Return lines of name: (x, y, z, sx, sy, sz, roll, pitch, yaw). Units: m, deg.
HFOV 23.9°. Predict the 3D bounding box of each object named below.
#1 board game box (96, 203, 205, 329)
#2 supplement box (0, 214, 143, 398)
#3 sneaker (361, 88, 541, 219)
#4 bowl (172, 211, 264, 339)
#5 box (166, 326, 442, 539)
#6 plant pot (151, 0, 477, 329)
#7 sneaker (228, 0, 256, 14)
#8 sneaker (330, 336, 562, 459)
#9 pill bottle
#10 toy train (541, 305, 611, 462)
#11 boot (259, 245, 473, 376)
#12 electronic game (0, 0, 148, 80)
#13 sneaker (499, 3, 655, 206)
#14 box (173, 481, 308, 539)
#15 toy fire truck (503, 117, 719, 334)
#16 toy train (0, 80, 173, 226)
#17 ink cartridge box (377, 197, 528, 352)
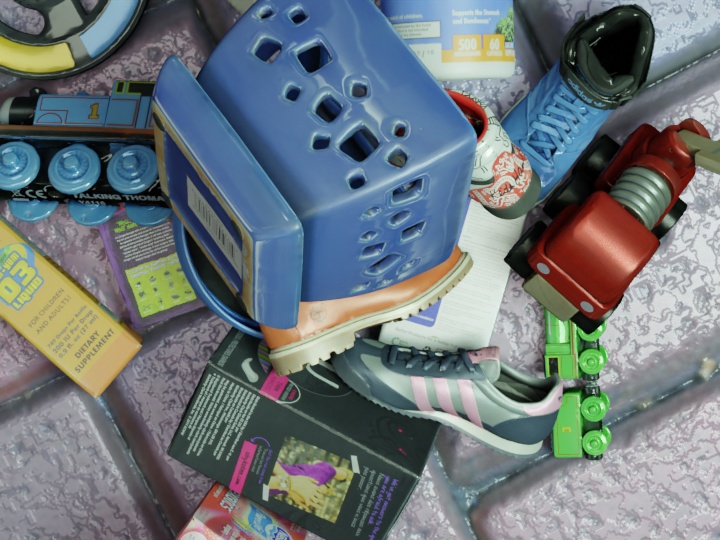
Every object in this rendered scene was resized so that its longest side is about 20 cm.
board game box: (-0.125, -0.036, 1.493, 0.199, 0.032, 0.121, -19, 98, 5)
supplement box: (-0.284, 0.022, 1.479, 0.200, 0.069, 0.067, 41, 88, -4)
sneaker: (0.055, -0.119, 1.387, 0.067, 0.108, 0.201, -50, 48, -7)
bowl: (-0.064, -0.039, 1.431, 0.200, 0.039, 0.202, 2, 85, -27)
box: (-0.044, 0.136, 1.444, 0.199, 0.122, 0.106, 28, 118, 0)
plant pot: (-0.045, -0.083, 1.288, 0.179, 0.200, 0.200, -31, 70, -18)
sneaker: (-0.064, -0.267, 1.429, 0.200, 0.077, 0.111, 43, 110, 5)
sneaker: (0.077, 0.085, 1.433, 0.199, 0.070, 0.082, 20, 123, -10)
pill bottle: (0.071, -0.259, 1.414, 0.111, 0.112, 0.201, -2, 96, 4)
toy train: (0.186, 0.068, 1.477, 0.056, 0.042, 0.201, -2, 95, 15)
boot: (0.000, 0.000, 1.401, 0.199, 0.075, 0.108, -24, 91, -26)
electronic game: (-0.277, -0.266, 1.473, 0.199, 0.042, 0.201, 0, 96, 4)
sneaker: (0.170, -0.136, 1.400, 0.077, 0.111, 0.200, 41, 84, 4)
box: (-0.116, 0.249, 1.433, 0.095, 0.200, 0.103, 36, 96, 0)
toy fire truck: (0.237, -0.049, 1.359, 0.129, 0.200, 0.176, 41, 60, -1)
toy train: (-0.231, -0.103, 1.456, 0.199, 0.087, 0.115, 2, 64, 10)
ink cartridge box: (0.084, -0.010, 1.477, 0.094, 0.037, 0.201, 16, 99, 1)
